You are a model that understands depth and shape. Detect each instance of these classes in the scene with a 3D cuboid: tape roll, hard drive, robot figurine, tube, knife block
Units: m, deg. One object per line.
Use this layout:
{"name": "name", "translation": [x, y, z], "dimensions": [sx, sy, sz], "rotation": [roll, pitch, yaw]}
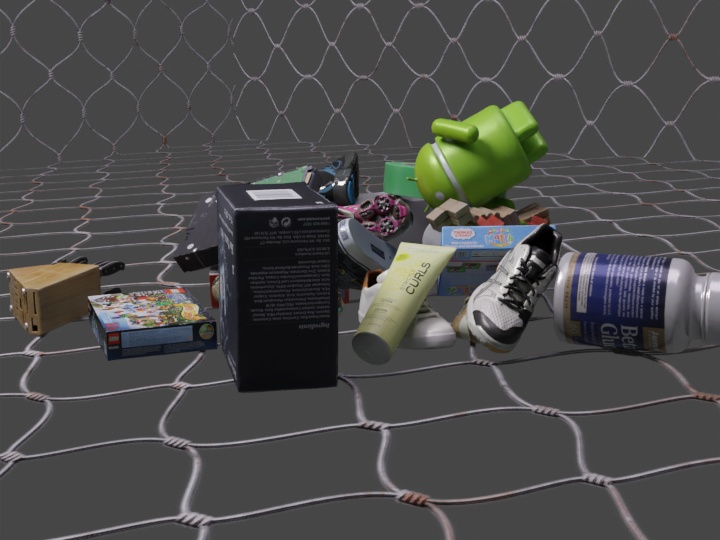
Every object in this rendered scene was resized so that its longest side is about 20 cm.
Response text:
{"name": "tape roll", "translation": [0.135, -0.141, 1.743], "dimensions": [0.197, 0.049, 0.200], "rotation": [4, 7, -1]}
{"name": "hard drive", "translation": [-0.157, -0.073, 1.541], "dimensions": [0.198, 0.038, 0.141], "rotation": [-15, 38, 26]}
{"name": "robot figurine", "translation": [0.164, -0.155, 1.558], "dimensions": [0.198, 0.176, 0.116], "rotation": [-29, 44, 6]}
{"name": "tube", "translation": [0.048, 0.028, 1.320], "dimensions": [0.058, 0.052, 0.201], "rotation": [37, 46, -5]}
{"name": "knife block", "translation": [-0.398, 0.028, 1.535], "dimensions": [0.173, 0.065, 0.199], "rotation": [-8, 14, -26]}

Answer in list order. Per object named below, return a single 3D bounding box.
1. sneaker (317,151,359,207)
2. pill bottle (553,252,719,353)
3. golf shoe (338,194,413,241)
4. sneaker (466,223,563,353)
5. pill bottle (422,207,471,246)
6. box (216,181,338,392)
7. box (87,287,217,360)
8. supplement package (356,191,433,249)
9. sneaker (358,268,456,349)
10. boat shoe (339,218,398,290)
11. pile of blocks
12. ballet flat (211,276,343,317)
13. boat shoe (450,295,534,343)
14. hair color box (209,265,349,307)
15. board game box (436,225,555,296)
{"name": "sneaker", "translation": [-0.044, -0.140, 1.686], "dimensions": [0.081, 0.074, 0.200], "rotation": [-2, 12, 5]}
{"name": "pill bottle", "translation": [0.335, 0.039, 1.297], "dimensions": [0.197, 0.113, 0.111], "rotation": [4, 13, 23]}
{"name": "golf shoe", "translation": [-0.022, -0.058, 1.560], "dimensions": [0.197, 0.074, 0.092], "rotation": [-5, -9, 12]}
{"name": "sneaker", "translation": [0.187, 0.013, 1.303], "dimensions": [0.075, 0.088, 0.201], "rotation": [32, 42, 0]}
{"name": "pill bottle", "translation": [0.166, -0.048, 1.682], "dimensions": [0.109, 0.113, 0.199], "rotation": [4, 7, 24]}
{"name": "box", "translation": [-0.098, 0.012, 1.245], "dimensions": [0.116, 0.203, 0.197], "rotation": [-3, 11, -12]}
{"name": "box", "translation": [-0.271, 0.066, 1.408], "dimensions": [0.135, 0.038, 0.200], "rotation": [-6, 13, -20]}
{"name": "supplement package", "translation": [0.013, -0.054, 1.744], "dimensions": [0.197, 0.122, 0.121], "rotation": [-9, 13, -30]}
{"name": "sneaker", "translation": [0.052, 0.044, 1.373], "dimensions": [0.072, 0.086, 0.199], "rotation": [-6, 14, -29]}
{"name": "boat shoe", "translation": [0.000, 0.000, 1.506], "dimensions": [0.090, 0.072, 0.200], "rotation": [-25, -40, 23]}
{"name": "pile of blocks", "translation": [0.188, -0.052, 1.518], "dimensions": [0.197, 0.083, 0.062], "rotation": [1, 13, -26]}
{"name": "ballet flat", "translation": [-0.122, 0.041, 1.459], "dimensions": [0.197, 0.069, 0.075], "rotation": [7, 23, 19]}
{"name": "boat shoe", "translation": [0.169, 0.043, 1.415], "dimensions": [0.075, 0.073, 0.199], "rotation": [-8, 8, 28]}
{"name": "hair color box", "translation": [-0.117, -0.006, 1.584], "dimensions": [0.197, 0.065, 0.112], "rotation": [-1, 36, -4]}
{"name": "board game box", "translation": [0.182, -0.010, 1.505], "dimensions": [0.149, 0.037, 0.200], "rotation": [-1, -20, 1]}
